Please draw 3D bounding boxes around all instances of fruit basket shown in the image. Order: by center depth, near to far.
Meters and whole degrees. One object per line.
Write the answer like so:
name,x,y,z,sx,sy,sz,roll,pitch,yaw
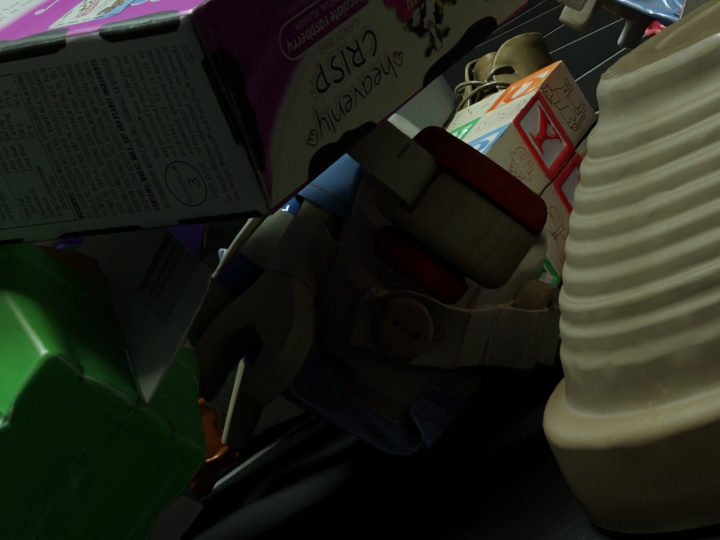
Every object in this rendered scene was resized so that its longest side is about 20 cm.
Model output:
fruit basket,-0.122,0.051,0.771,0.186,0.094,0.200,-54,23,1

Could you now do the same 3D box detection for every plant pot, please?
plant pot,0.119,-0.028,0.588,0.200,0.093,0.201,-30,6,3

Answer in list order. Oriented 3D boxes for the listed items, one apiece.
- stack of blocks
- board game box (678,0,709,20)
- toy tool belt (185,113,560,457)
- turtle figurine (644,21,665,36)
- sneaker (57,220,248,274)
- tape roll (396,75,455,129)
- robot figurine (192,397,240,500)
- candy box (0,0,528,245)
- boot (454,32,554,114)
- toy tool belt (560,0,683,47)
stack of blocks,0.000,0.000,1.005,0.199,0.059,0.115,-25,15,36
board game box,0.145,-0.093,0.802,0.046,0.152,0.200,19,22,14
toy tool belt,-0.002,0.016,0.795,0.123,0.125,0.200,-55,7,0
turtle figurine,0.225,-0.188,1.419,0.199,0.101,0.150,-8,31,29
sneaker,-0.113,-0.006,0.904,0.199,0.100,0.070,-32,4,-13
tape roll,-0.061,-0.045,1.040,0.200,0.066,0.200,-32,13,8
robot figurine,-0.142,0.105,0.869,0.199,0.058,0.145,-28,3,9
candy box,-0.071,-0.062,0.717,0.199,0.061,0.136,-4,26,40
boot,0.060,-0.064,1.178,0.073,0.076,0.200,-20,5,23
toy tool belt,0.135,-0.123,0.958,0.125,0.124,0.199,29,14,35
